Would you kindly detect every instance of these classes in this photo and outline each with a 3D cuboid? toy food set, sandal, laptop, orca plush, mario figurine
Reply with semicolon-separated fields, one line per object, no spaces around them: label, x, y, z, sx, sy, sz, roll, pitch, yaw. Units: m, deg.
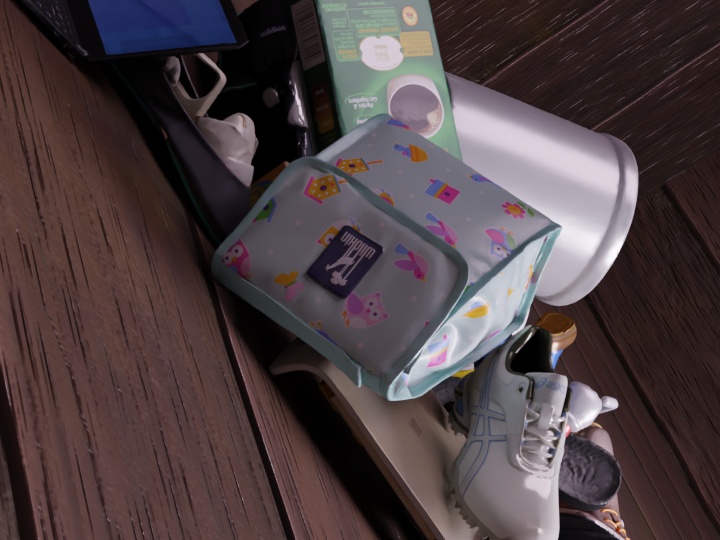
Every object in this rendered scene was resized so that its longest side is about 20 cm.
toy food set;0.016;0.126;1.299;0.200;0.060;0.144;55;21;-3
sandal;0.129;0.135;1.525;0.200;0.048;0.075;21;55;-3
laptop;-0.192;-0.240;1.289;0.200;0.103;0.177;48;12;-44
orca plush;-0.062;-0.068;1.489;0.105;0.071;0.200;-86;163;-64
mario figurine;0.112;0.117;1.451;0.106;0.200;0.123;-9;30;-38

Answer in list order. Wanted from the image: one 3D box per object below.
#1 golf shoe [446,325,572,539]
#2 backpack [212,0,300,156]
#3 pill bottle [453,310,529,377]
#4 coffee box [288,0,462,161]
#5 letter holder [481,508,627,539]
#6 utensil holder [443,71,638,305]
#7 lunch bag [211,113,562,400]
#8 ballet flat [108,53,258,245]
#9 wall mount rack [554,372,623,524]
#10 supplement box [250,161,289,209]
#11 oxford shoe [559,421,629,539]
golf shoe;0.112;0.116;1.285;0.078;0.097;0.200;20;33;-20
backpack;-0.040;-0.177;1.639;0.200;0.175;0.154;-106;173;-53
pill bottle;0.084;0.031;1.573;0.113;0.112;0.200;58;-13;8
coffee box;0.016;-0.134;1.485;0.123;0.044;0.201;-10;86;-38
letter holder;0.188;0.254;1.351;0.200;0.142;0.101;44;51;-52
utensil holder;0.126;-0.079;1.679;0.200;0.170;0.170;21;25;-23
lunch bag;0.015;-0.003;1.269;0.170;0.122;0.200;35;40;20
ballet flat;-0.120;-0.111;1.332;0.200;0.073;0.073;59;10;11
wall mount rack;0.158;0.165;1.629;0.173;0.075;0.201;14;67;-36
supplement box;-0.023;0.011;1.427;0.200;0.069;0.067;53;9;-32
oxford shoe;0.209;0.228;1.562;0.071;0.073;0.201;9;77;-37
